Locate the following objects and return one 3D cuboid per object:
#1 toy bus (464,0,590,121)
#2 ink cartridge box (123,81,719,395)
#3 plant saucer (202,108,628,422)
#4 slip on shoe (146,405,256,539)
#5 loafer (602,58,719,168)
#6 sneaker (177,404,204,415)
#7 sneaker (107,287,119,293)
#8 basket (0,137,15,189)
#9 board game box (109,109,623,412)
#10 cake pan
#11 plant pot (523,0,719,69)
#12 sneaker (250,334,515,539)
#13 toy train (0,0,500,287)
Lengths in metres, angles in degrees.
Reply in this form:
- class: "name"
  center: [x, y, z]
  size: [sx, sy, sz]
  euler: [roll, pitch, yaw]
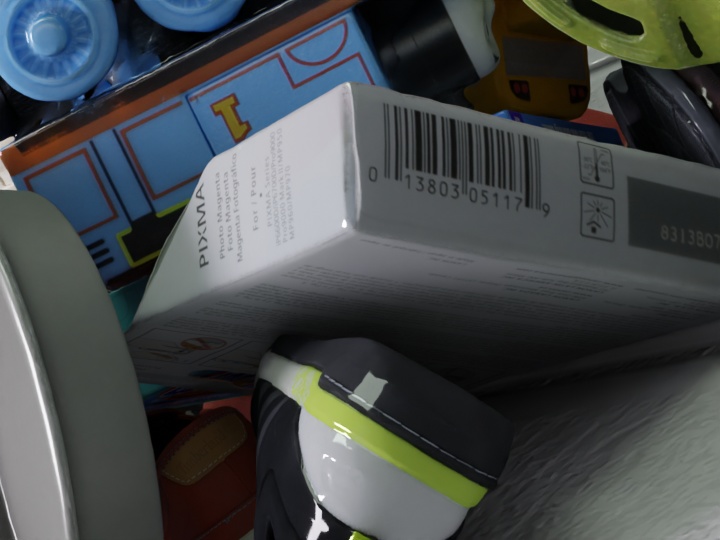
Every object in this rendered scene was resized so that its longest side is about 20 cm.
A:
- class: "toy bus"
  center: [0.023, -0.089, 0.791]
  size: [0.199, 0.079, 0.065]
  euler: [-10, -6, 41]
- class: "ink cartridge box"
  center: [0.008, 0.002, 0.664]
  size: [0.161, 0.058, 0.199]
  euler: [9, -14, -33]
- class: "plant saucer"
  center: [0.023, -0.006, 0.967]
  size: [0.199, 0.037, 0.200]
  euler: [-29, 11, 31]
- class: "slip on shoe"
  center: [-0.075, 0.083, 0.788]
  size: [0.074, 0.061, 0.200]
  euler: [-40, 9, -20]
- class: "loafer"
  center: [0.138, -0.066, 0.774]
  size: [0.063, 0.072, 0.200]
  euler: [-29, 7, 2]
- class: "sneaker"
  center: [-0.155, 0.021, 0.982]
  size: [0.078, 0.198, 0.087]
  euler: [112, 175, -61]
- class: "sneaker"
  center: [-0.081, -0.014, 0.917]
  size: [0.114, 0.077, 0.199]
  euler: [-25, -2, 21]
- class: "basket"
  center: [-0.120, -0.047, 1.128]
  size: [0.199, 0.199, 0.161]
  euler: [-18, 21, 26]
- class: "board game box"
  center: [0.000, 0.000, 0.785]
  size: [0.199, 0.045, 0.152]
  euler: [-24, -7, 22]
- class: "cake pan"
  center: [-0.115, 0.063, 0.676]
  size: [0.036, 0.202, 0.200]
  euler: [-11, -2, -26]
- class: "plant pot"
  center: [0.119, -0.171, 0.659]
  size: [0.199, 0.200, 0.191]
  euler: [-24, 32, 46]
- class: "sneaker"
  center: [-0.012, 0.069, 0.599]
  size: [0.083, 0.071, 0.200]
  euler: [-61, 1, -8]
- class: "toy train"
  center: [-0.042, -0.078, 0.709]
  size: [0.199, 0.115, 0.087]
  euler: [-26, 9, 6]
